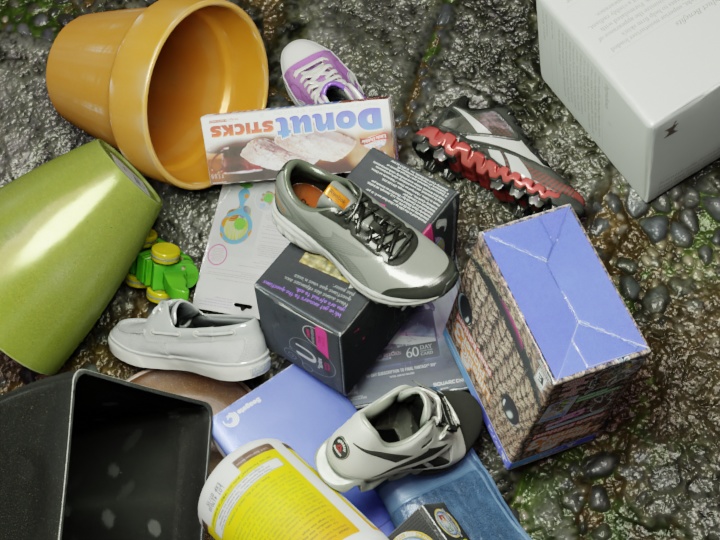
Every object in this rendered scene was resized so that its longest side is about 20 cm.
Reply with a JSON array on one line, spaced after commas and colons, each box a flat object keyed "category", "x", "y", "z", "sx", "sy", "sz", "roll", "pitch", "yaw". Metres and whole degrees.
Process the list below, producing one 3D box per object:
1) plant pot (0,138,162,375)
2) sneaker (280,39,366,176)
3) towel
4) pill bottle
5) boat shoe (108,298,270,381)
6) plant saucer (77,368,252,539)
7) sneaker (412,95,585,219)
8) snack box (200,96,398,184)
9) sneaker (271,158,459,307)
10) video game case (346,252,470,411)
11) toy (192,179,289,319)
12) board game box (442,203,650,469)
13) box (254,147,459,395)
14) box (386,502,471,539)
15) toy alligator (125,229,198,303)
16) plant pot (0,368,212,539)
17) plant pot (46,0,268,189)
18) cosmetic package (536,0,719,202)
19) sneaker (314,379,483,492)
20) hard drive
[{"category": "plant pot", "x": -0.302, "y": -0.031, "z": 1.366, "sx": 0.200, "sy": 0.187, "sz": 0.187, "roll": -44, "pitch": 67, "yaw": 2}, {"category": "sneaker", "x": -0.030, "y": -0.195, "z": 1.460, "sx": 0.073, "sy": 0.114, "sz": 0.201, "roll": -33, "pitch": 64, "yaw": -5}, {"category": "towel", "x": 0.073, "y": 0.209, "z": 1.278, "sx": 0.111, "sy": 0.049, "sz": 0.200, "roll": -17, "pitch": 64, "yaw": -28}, {"category": "pill bottle", "x": -0.046, "y": 0.243, "z": 1.180, "sx": 0.109, "sy": 0.109, "sz": 0.200, "roll": -44, "pitch": 53, "yaw": -11}, {"category": "boat shoe", "x": -0.177, "y": 0.062, "z": 1.358, "sx": 0.200, "sy": 0.069, "sz": 0.072, "roll": 10, "pitch": 24, "yaw": 40}, {"category": "plant saucer", "x": -0.181, "y": 0.191, "z": 1.354, "sx": 0.200, "sy": 0.037, "sz": 0.201, "roll": -4, "pitch": 66, "yaw": 8}, {"category": "sneaker", "x": 0.156, "y": -0.119, "z": 1.419, "sx": 0.200, "sy": 0.071, "sz": 0.098, "roll": 30, "pitch": 76, "yaw": 21}, {"category": "snack box", "x": -0.063, "y": -0.133, "z": 1.392, "sx": 0.199, "sy": 0.024, "sz": 0.072, "roll": -4, "pitch": 103, "yaw": 13}, {"category": "sneaker", "x": -0.001, "y": -0.034, "z": 1.230, "sx": 0.200, "sy": 0.079, "sz": 0.074, "roll": 30, "pitch": 61, "yaw": 19}, {"category": "video game case", "x": 0.037, "y": 0.041, "z": 1.397, "sx": 0.142, "sy": 0.019, "sz": 0.201, "roll": -10, "pitch": 66, "yaw": 4}, {"category": "toy", "x": -0.096, "y": -0.045, "z": 1.434, "sx": 0.115, "sy": 0.047, "sz": 0.201, "roll": 9, "pitch": 81, "yaw": 21}, {"category": "board game box", "x": 0.165, "y": 0.065, "z": 1.257, "sx": 0.097, "sy": 0.200, "sz": 0.160, "roll": -17, "pitch": 63, "yaw": -16}, {"category": "box", "x": 0.000, "y": 0.000, "z": 1.327, "sx": 0.106, "sy": 0.122, "sz": 0.200, "roll": 30, "pitch": 63, "yaw": 20}, {"category": "box", "x": 0.043, "y": 0.330, "z": 1.203, "sx": 0.200, "sy": 0.044, "sz": 0.160, "roll": -45, "pitch": 65, "yaw": 20}, {"category": "toy alligator", "x": -0.228, "y": -0.019, "z": 1.447, "sx": 0.054, "sy": 0.059, "sz": 0.200, "roll": -14, "pitch": 34, "yaw": -41}, {"category": "plant pot", "x": -0.269, "y": 0.210, "z": 1.242, "sx": 0.177, "sy": 0.199, "sz": 0.201, "roll": -7, "pitch": 73, "yaw": 30}, {"category": "plant pot", "x": -0.231, "y": -0.204, "z": 1.463, "sx": 0.183, "sy": 0.200, "sz": 0.201, "roll": 16, "pitch": 69, "yaw": 32}, {"category": "cosmetic package", "x": 0.303, "y": -0.215, "z": 1.388, "sx": 0.165, "sy": 0.165, "sz": 0.200, "roll": -31, "pitch": 65, "yaw": -5}, {"category": "sneaker", "x": 0.056, "y": 0.139, "z": 1.224, "sx": 0.200, "sy": 0.089, "sz": 0.074, "roll": -16, "pitch": 60, "yaw": -46}, {"category": "hard drive", "x": -0.041, "y": 0.193, "z": 1.310, "sx": 0.132, "sy": 0.025, "sz": 0.200, "roll": -32, "pitch": 72, "yaw": -20}]
